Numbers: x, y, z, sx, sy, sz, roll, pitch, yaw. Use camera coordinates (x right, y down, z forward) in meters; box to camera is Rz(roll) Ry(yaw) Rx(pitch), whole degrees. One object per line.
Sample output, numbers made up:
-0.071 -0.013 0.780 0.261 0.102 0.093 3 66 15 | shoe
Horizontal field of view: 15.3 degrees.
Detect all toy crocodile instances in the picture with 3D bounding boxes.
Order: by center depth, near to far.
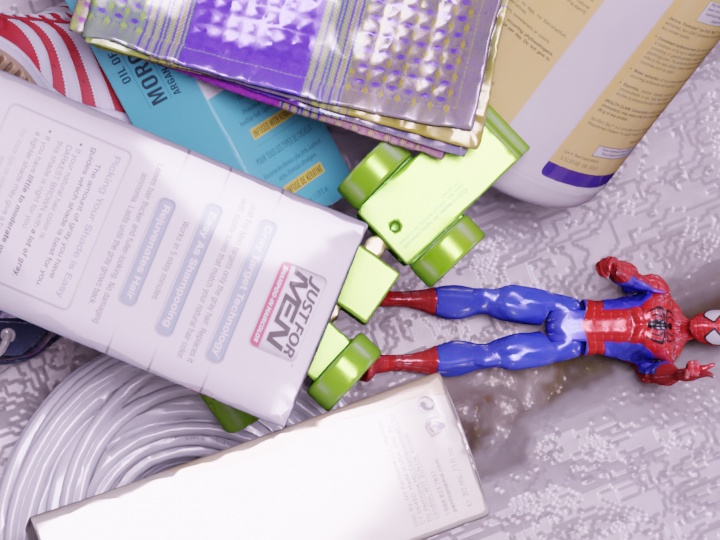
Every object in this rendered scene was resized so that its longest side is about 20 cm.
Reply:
0.000 0.000 1.273 0.067 0.062 0.200 41 89 0 | toy crocodile

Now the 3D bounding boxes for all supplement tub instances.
0.113 -0.147 1.320 0.145 0.145 0.200 37 113 -2 | supplement tub

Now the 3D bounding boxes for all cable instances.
-0.083 0.131 1.325 0.199 0.069 0.201 -20 86 -11 | cable

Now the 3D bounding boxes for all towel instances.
-0.022 -0.146 1.242 0.199 0.023 0.144 17 88 0 | towel

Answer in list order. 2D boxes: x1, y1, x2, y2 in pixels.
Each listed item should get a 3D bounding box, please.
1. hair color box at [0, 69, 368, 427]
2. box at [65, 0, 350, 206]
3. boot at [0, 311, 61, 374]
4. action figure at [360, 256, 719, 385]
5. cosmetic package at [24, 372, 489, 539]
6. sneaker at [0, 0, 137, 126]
-0.107 -0.013 1.209 0.199 0.061 0.099 23 89 -1 | hair color box
-0.083 -0.108 1.306 0.201 0.049 0.082 62 34 -7 | box
-0.207 0.026 1.316 0.090 0.073 0.200 42 77 5 | boot
0.103 0.027 1.360 0.199 0.099 0.066 0 83 -12 | action figure
-0.050 0.117 1.245 0.199 0.104 0.073 -18 85 -12 | cosmetic package
-0.160 -0.111 1.310 0.200 0.071 0.113 28 46 -39 | sneaker
